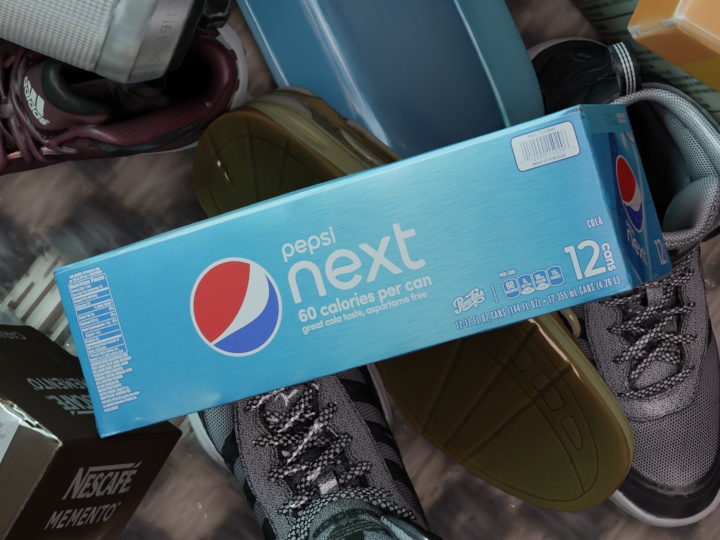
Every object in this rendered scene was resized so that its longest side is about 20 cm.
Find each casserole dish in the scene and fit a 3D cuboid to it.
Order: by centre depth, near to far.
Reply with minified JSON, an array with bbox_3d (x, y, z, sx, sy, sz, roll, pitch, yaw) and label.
[{"bbox_3d":[0.005,-0.105,0.924,0.039,0.121,0.200,-35,105,-35],"label":"casserole dish"}]

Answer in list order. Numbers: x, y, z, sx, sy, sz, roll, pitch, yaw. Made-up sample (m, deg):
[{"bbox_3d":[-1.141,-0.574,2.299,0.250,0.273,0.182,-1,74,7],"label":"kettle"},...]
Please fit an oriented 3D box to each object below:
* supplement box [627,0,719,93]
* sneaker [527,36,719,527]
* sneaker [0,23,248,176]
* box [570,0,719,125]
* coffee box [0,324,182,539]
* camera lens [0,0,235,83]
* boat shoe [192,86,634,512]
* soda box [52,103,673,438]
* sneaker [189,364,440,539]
[{"bbox_3d":[0.196,-0.061,0.842,0.200,0.067,0.069,31,87,-8],"label":"supplement box"},{"bbox_3d":[0.107,0.007,0.937,0.075,0.114,0.201,-16,94,-10],"label":"sneaker"},{"bbox_3d":[-0.138,-0.066,0.907,0.199,0.116,0.076,-13,95,-6],"label":"sneaker"},{"bbox_3d":[0.150,-0.118,0.930,0.109,0.128,0.200,-42,97,-3],"label":"box"},{"bbox_3d":[-0.165,0.122,0.896,0.080,0.114,0.200,34,99,16],"label":"coffee box"},{"bbox_3d":[-0.121,-0.163,0.809,0.199,0.160,0.160,20,91,-7],"label":"camera lens"},{"bbox_3d":[0.027,0.006,0.917,0.200,0.063,0.073,39,123,9],"label":"boat shoe"},{"bbox_3d":[0.000,0.000,0.847,0.199,0.068,0.064,-16,90,20],"label":"soda box"},{"bbox_3d":[-0.012,0.081,0.924,0.075,0.114,0.201,-25,96,-5],"label":"sneaker"}]
